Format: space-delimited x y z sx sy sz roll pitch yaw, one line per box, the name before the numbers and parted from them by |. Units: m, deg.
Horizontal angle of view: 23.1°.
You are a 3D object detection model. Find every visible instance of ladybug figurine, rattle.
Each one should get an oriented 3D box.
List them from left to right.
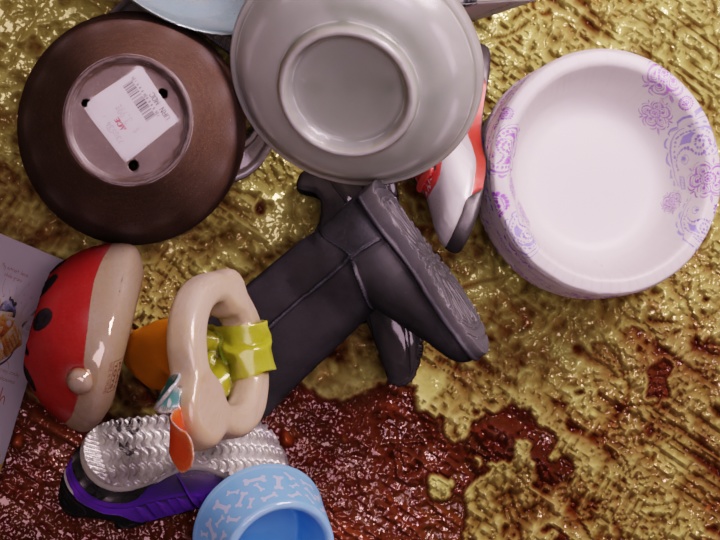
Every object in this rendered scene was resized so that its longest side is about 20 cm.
ladybug figurine | -0.210 0.045 1.326 0.071 0.200 0.137 14 104 -7
rattle | -0.152 0.085 1.305 0.141 0.201 0.131 5 124 16

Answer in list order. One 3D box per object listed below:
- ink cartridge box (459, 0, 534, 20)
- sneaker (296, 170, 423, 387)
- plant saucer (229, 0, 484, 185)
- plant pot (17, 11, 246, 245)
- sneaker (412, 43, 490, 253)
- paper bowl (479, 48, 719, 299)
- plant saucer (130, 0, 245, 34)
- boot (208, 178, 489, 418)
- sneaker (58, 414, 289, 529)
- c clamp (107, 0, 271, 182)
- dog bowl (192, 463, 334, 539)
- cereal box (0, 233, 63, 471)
ink cartridge box | 0.041 -0.276 1.420 0.199 0.083 0.148 -9 89 -40
sneaker | 0.000 0.000 1.446 0.090 0.076 0.202 -13 82 -4
plant saucer | -0.006 -0.144 1.334 0.198 0.050 0.202 5 123 8
plant pot | -0.173 -0.111 1.327 0.185 0.200 0.189 0 92 -7
sneaker | 0.045 -0.111 1.434 0.107 0.067 0.203 13 59 -13
paper bowl | 0.190 -0.077 1.469 0.198 0.104 0.203 1 86 -13
plant saucer | -0.145 -0.259 1.403 0.199 0.039 0.203 17 52 -23
boot | -0.018 0.053 1.386 0.199 0.066 0.166 -38 77 16
sneaker | -0.153 0.163 1.394 0.199 0.100 0.070 4 51 -39
c clamp | -0.136 -0.178 1.441 0.200 0.027 0.171 40 79 -7
dog bowl | -0.076 0.254 1.376 0.110 0.050 0.202 -1 109 -25
cereal box | -0.306 0.067 1.334 0.039 0.144 0.202 12 83 29
